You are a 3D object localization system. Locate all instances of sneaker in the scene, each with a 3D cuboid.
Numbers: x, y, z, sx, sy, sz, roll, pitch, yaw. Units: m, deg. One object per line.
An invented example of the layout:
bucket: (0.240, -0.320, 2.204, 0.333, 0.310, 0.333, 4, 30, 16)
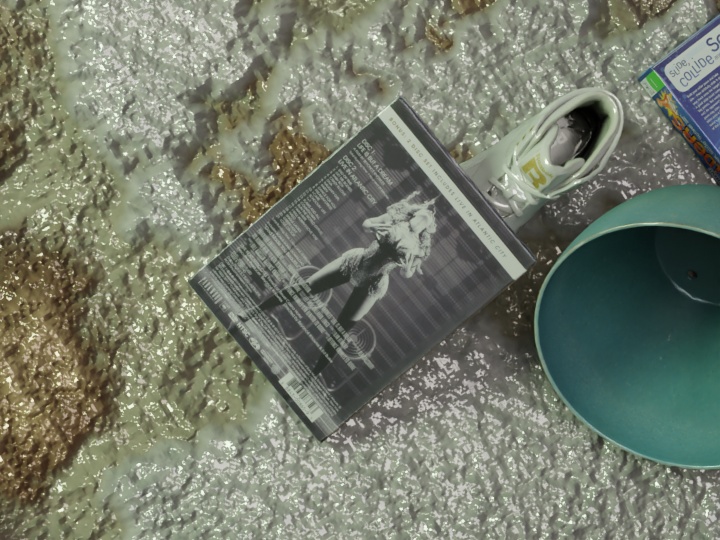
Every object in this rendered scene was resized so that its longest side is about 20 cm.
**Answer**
sneaker: (0.100, -0.059, 1.410, 0.200, 0.116, 0.074, -43, 91, -13)

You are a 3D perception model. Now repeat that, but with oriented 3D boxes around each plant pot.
plant pot: (0.236, 0.018, 1.398, 0.200, 0.200, 0.135, 36, 41, -2)

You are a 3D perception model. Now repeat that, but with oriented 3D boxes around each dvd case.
dvd case: (0.000, 0.000, 1.390, 0.200, 0.016, 0.149, -40, 88, 11)

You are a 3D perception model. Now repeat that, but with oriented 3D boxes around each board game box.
board game box: (0.326, -0.152, 1.509, 0.200, 0.034, 0.136, -36, 87, -15)
